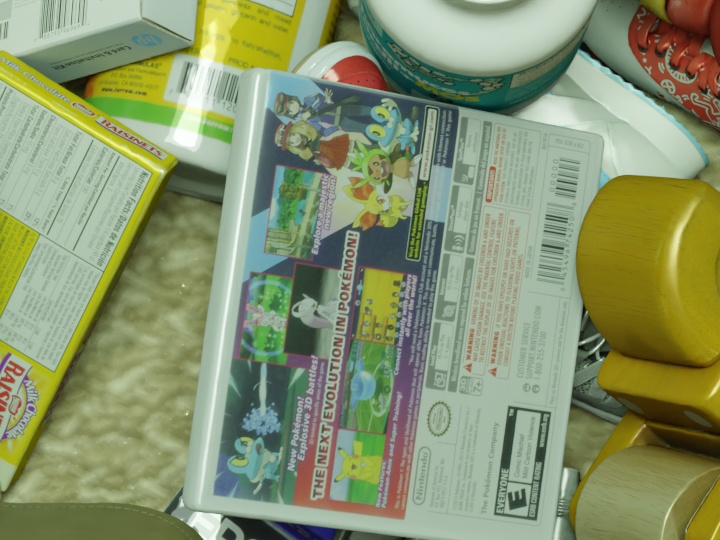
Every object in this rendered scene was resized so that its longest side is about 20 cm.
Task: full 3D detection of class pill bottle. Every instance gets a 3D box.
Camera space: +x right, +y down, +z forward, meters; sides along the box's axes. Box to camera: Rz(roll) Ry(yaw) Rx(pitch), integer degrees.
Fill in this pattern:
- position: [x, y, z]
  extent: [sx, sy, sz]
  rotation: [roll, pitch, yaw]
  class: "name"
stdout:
- position: [0.053, -0.135, 1.278]
  extent: [0.111, 0.200, 0.111]
  rotation: [0, 84, 1]
  class: "pill bottle"
- position: [-0.063, -0.140, 1.399]
  extent: [0.111, 0.111, 0.200]
  rotation: [15, 82, 2]
  class: "pill bottle"

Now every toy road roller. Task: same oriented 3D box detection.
- position: [0.152, 0.043, 1.295]
  extent: [0.146, 0.123, 0.200]
  rotation: [37, 78, -23]
  class: "toy road roller"

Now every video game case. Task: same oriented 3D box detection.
- position: [0.017, 0.021, 1.301]
  extent: [0.182, 0.023, 0.200]
  rotation: [10, 86, -24]
  class: "video game case"

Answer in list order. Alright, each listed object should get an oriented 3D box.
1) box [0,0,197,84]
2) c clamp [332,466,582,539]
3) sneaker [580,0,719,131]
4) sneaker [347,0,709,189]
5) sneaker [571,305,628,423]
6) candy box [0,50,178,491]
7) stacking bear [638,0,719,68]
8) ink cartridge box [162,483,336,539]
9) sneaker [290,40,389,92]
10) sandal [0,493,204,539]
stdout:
- position: [-0.141, -0.190, 1.382]
  extent: [0.156, 0.041, 0.200]
  rotation: [-12, 67, 38]
  class: "box"
- position: [0.060, 0.182, 1.352]
  extent: [0.171, 0.027, 0.200]
  rotation: [15, 80, 2]
  class: "c clamp"
- position: [0.186, -0.103, 1.394]
  extent: [0.201, 0.108, 0.067]
  rotation: [38, 84, 5]
  class: "sneaker"
- position: [0.071, -0.082, 1.409]
  extent: [0.200, 0.077, 0.081]
  rotation: [35, 84, 7]
  class: "sneaker"
- position: [0.117, 0.035, 1.386]
  extent: [0.200, 0.082, 0.075]
  rotation: [7, 82, -1]
  class: "sneaker"
- position: [-0.172, 0.002, 1.369]
  extent: [0.102, 0.026, 0.200]
  rotation: [31, 117, 3]
  class: "candy box"
- position: [0.165, -0.160, 1.324]
  extent: [0.121, 0.114, 0.200]
  rotation: [-32, 65, -1]
  class: "stacking bear"
- position: [-0.027, 0.190, 1.386]
  extent: [0.198, 0.043, 0.200]
  rotation: [36, 82, 5]
  class: "ink cartridge box"
- position: [0.000, 0.000, 1.336]
  extent: [0.071, 0.112, 0.200]
  rotation: [-11, 125, -31]
  class: "sneaker"
- position: [-0.149, 0.151, 1.355]
  extent: [0.212, 0.078, 0.070]
  rotation: [11, 118, 36]
  class: "sandal"
